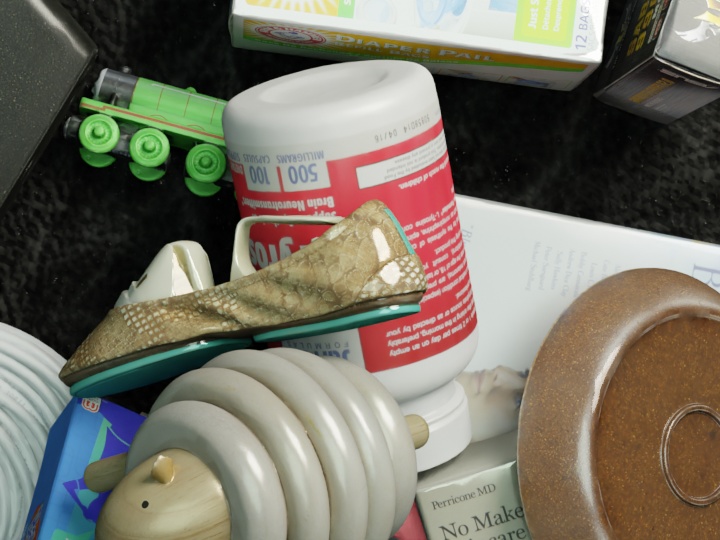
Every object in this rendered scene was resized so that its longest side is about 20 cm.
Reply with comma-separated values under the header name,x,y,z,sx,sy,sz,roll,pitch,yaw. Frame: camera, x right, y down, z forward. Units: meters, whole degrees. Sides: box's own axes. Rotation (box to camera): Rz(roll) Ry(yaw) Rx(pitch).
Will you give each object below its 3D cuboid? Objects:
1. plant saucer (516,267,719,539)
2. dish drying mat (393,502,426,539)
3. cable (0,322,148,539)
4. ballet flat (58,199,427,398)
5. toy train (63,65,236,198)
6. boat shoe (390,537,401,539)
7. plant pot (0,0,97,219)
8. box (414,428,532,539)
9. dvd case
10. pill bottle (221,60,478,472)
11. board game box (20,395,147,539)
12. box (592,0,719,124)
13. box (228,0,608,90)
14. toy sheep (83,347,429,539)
name,x,y,z,sx,sy,sz,roll,pitch,yaw
plant saucer,0.168,0.097,1.136,0.200,0.034,0.201,5,82,-35
dish drying mat,0.109,0.155,1.196,0.199,0.018,0.077,10,88,-2
cable,-0.225,0.123,1.152,0.199,0.069,0.201,16,86,-2
ballet flat,-0.062,0.011,1.053,0.199,0.070,0.066,-15,82,19
toy train,-0.063,-0.065,1.188,0.199,0.042,0.057,16,76,-2
boat shoe,-0.055,0.202,1.157,0.199,0.074,0.067,-11,127,10
plant pot,-0.245,-0.097,1.109,0.177,0.200,0.200,32,85,-8
box,0.091,0.191,1.151,0.082,0.068,0.201,-19,97,1
dvd case,0.116,0.042,1.202,0.199,0.018,0.143,11,86,-3
pill bottle,0.000,0.000,1.118,0.112,0.112,0.201,-12,106,-4
board game box,-0.098,0.171,1.054,0.152,0.045,0.201,25,44,-16
box,0.192,-0.186,1.149,0.048,0.158,0.201,21,86,-4
box,0.032,-0.169,1.167,0.199,0.101,0.113,8,86,-3
toy sheep,-0.042,0.098,1.016,0.200,0.138,0.138,-22,88,-44
